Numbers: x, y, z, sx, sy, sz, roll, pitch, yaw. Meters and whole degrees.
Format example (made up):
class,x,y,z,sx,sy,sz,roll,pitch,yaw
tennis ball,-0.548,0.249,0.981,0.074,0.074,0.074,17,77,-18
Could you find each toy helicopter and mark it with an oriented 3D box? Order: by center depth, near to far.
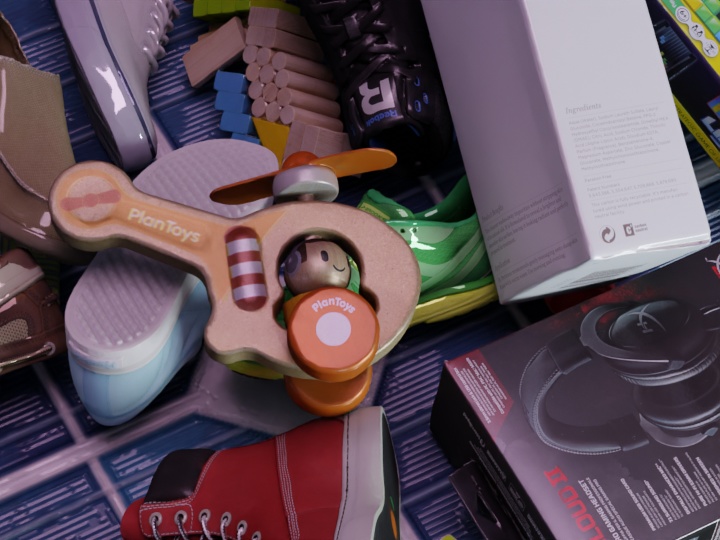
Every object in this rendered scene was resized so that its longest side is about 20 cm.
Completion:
class,x,y,z,sx,sy,sz,roll,pitch,yaw
toy helicopter,-0.064,-0.017,1.372,0.199,0.079,0.133,19,70,4

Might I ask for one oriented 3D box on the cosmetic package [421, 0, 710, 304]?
class,x,y,z,sx,sy,sz,roll,pitch,yaw
cosmetic package,0.106,-0.093,1.421,0.081,0.113,0.201,-9,82,-26

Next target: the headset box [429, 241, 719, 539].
class,x,y,z,sx,sy,sz,roll,pitch,yaw
headset box,0.143,0.094,1.416,0.200,0.077,0.149,-22,61,-19

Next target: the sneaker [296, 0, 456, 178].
class,x,y,z,sx,sy,sz,roll,pitch,yaw
sneaker,0.005,-0.134,1.476,0.073,0.200,0.112,-21,41,18

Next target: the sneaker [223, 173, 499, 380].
class,x,y,z,sx,sy,sz,roll,pitch,yaw
sneaker,0.000,0.000,1.452,0.200,0.084,0.074,-25,25,-26

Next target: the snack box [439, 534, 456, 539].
class,x,y,z,sx,sy,sz,roll,pitch,yaw
snack box,0.019,0.243,1.316,0.200,0.053,0.142,-36,59,-24

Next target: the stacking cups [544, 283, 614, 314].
class,x,y,z,sx,sy,sz,roll,pitch,yaw
stacking cups,0.123,-0.065,1.536,0.060,0.061,0.201,1,62,-4

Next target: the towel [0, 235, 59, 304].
class,x,y,z,sx,sy,sz,roll,pitch,yaw
towel,-0.269,-0.015,1.485,0.199,0.023,0.144,-1,56,-6

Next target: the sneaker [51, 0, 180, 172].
class,x,y,z,sx,sy,sz,roll,pitch,yaw
sneaker,-0.141,-0.148,1.550,0.071,0.073,0.200,-16,58,-6

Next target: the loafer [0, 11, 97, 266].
class,x,y,z,sx,sy,sz,roll,pitch,yaw
loafer,-0.196,-0.081,1.464,0.067,0.076,0.200,-51,56,17

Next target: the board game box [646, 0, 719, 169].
class,x,y,z,sx,sy,sz,roll,pitch,yaw
board game box,0.261,-0.118,1.522,0.200,0.057,0.165,50,60,-5

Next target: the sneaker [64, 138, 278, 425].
class,x,y,z,sx,sy,sz,roll,pitch,yaw
sneaker,-0.107,0.006,1.456,0.074,0.082,0.200,23,46,16

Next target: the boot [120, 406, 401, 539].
class,x,y,z,sx,sy,sz,roll,pitch,yaw
boot,-0.052,0.149,1.332,0.144,0.073,0.200,-11,29,5

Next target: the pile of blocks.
class,x,y,z,sx,sy,sz,roll,pitch,yaw
pile of blocks,-0.050,-0.116,1.557,0.062,0.082,0.201,13,54,-50

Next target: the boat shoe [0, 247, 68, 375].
class,x,y,z,sx,sy,sz,roll,pitch,yaw
boat shoe,-0.243,0.070,1.403,0.202,0.075,0.075,-33,94,-9
